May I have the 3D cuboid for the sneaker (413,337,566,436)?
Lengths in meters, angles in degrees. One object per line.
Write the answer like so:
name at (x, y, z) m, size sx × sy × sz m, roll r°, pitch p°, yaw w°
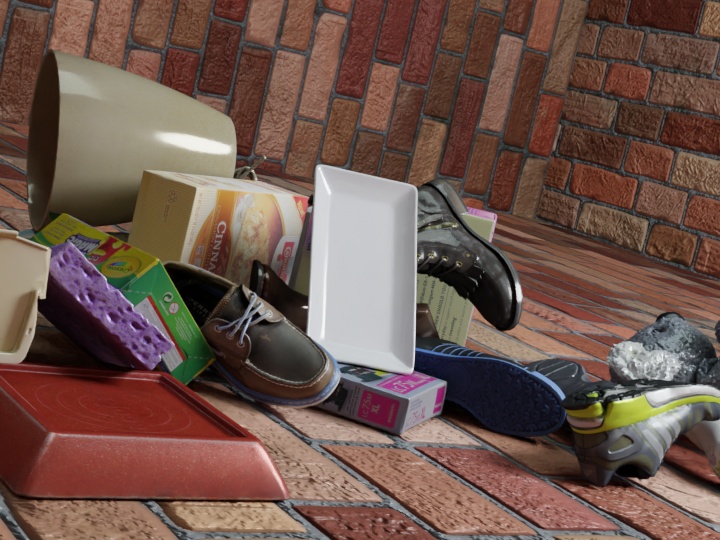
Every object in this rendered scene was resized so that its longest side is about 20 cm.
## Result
sneaker at (0.108, 0.104, 1.294) m, size 0.199 × 0.071 × 0.078 m, roll 16°, pitch 13°, yaw 19°

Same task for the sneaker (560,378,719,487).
sneaker at (0.253, 0.142, 1.201) m, size 0.199 × 0.082 × 0.074 m, roll -4°, pitch 4°, yaw -39°

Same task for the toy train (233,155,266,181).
toy train at (-0.139, -0.048, 1.548) m, size 0.115 × 0.200 × 0.085 m, roll 17°, pitch 36°, yaw -54°

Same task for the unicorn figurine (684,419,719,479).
unicorn figurine at (0.345, 0.156, 1.287) m, size 0.136 × 0.074 × 0.200 m, roll 0°, pitch 17°, yaw -14°

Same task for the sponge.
sponge at (-0.221, 0.029, 1.064) m, size 0.112 × 0.030 × 0.200 m, roll 46°, pitch -17°, yaw -16°

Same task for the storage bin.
storage bin at (-0.349, 0.008, 0.971) m, size 0.197 × 0.094 × 0.200 m, roll 7°, pitch -1°, yaw -30°

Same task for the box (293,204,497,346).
box at (0.035, 0.003, 1.488) m, size 0.199 × 0.177 × 0.097 m, roll 13°, pitch 8°, yaw 4°

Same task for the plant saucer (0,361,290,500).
plant saucer at (-0.174, 0.106, 0.936) m, size 0.199 × 0.037 × 0.199 m, roll 7°, pitch 10°, yaw -35°

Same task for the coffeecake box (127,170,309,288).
coffeecake box at (-0.151, -0.016, 1.388) m, size 0.073 × 0.155 × 0.200 m, roll 19°, pitch 10°, yaw 29°

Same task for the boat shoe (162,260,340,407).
boat shoe at (-0.107, 0.053, 1.163) m, size 0.199 × 0.072 × 0.073 m, roll 24°, pitch -28°, yaw 28°

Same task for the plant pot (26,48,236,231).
plant pot at (-0.240, -0.130, 1.432) m, size 0.199 × 0.189 × 0.187 m, roll 3°, pitch 11°, yaw -23°

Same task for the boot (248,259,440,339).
boot at (-0.012, 0.040, 1.337) m, size 0.198 × 0.065 × 0.186 m, roll 6°, pitch -13°, yaw 0°

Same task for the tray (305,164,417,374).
tray at (0.000, 0.000, 1.263) m, size 0.107 × 0.201 × 0.022 m, roll 12°, pitch -29°, yaw -18°

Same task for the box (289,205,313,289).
box at (0.024, 0.002, 1.639) m, size 0.198 × 0.132 × 0.200 m, roll 14°, pitch 8°, yaw 7°

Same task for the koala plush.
koala plush at (0.355, 0.110, 1.414) m, size 0.198 × 0.185 × 0.177 m, roll -1°, pitch -17°, yaw 6°

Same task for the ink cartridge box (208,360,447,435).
ink cartridge box at (-0.031, 0.096, 1.236) m, size 0.199 × 0.042 × 0.119 m, roll 14°, pitch 7°, yaw 19°

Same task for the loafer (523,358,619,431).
loafer at (0.210, 0.137, 1.332) m, size 0.071 × 0.063 × 0.200 m, roll -21°, pitch 13°, yaw -14°

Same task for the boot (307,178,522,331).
boot at (0.051, -0.005, 1.339) m, size 0.173 × 0.069 × 0.201 m, roll -16°, pitch 62°, yaw -39°

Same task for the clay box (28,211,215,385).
clay box at (-0.218, 0.021, 1.181) m, size 0.048 × 0.115 × 0.199 m, roll -41°, pitch 36°, yaw -23°

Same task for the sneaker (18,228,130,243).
sneaker at (-0.290, -0.017, 1.451) m, size 0.199 × 0.074 × 0.082 m, roll 10°, pitch 13°, yaw -25°
